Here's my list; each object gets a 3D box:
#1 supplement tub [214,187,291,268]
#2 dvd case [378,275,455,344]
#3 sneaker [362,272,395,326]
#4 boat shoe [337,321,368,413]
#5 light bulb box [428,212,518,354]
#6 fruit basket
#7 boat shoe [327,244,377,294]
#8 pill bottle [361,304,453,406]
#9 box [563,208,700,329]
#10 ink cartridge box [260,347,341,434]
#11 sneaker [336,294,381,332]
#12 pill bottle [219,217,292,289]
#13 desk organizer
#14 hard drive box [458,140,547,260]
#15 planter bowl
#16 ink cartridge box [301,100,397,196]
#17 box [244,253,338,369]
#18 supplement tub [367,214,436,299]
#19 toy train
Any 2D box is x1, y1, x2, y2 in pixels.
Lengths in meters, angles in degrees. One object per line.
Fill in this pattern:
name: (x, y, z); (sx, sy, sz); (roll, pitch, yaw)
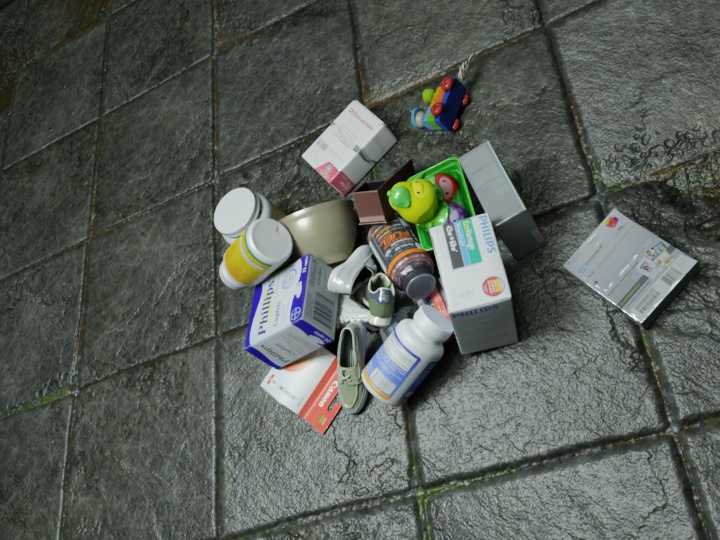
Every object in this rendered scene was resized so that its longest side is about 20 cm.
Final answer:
supplement tub: (-0.253, -0.103, 1.900); (0.145, 0.200, 0.146); (-14, 60, 25)
dvd case: (0.134, 0.110, 1.664); (0.199, 0.022, 0.147); (-32, 53, 14)
sneaker: (0.044, 0.045, 1.658); (0.200, 0.067, 0.090); (-99, 15, -71)
boat shoe: (-0.025, 0.210, 1.643); (0.072, 0.062, 0.201); (2, 94, 29)
light bulb box: (0.227, 0.030, 1.519); (0.124, 0.200, 0.199); (-14, 58, 8)
fruit basket: (0.160, -0.149, 1.666); (0.155, 0.215, 0.217); (-24, 56, 20)
boat shoe: (0.000, 0.000, 1.720); (0.068, 0.200, 0.072); (19, 114, 20)
pill bottle: (0.099, 0.171, 1.566); (0.200, 0.112, 0.112); (-54, 49, 19)
box: (0.516, -0.006, 1.472); (0.156, 0.041, 0.200); (-48, 52, 1)
ink cartridge box: (-0.116, 0.248, 1.733); (0.200, 0.050, 0.163); (31, 85, 42)
sneaker: (-0.025, 0.092, 1.728); (0.199, 0.075, 0.082); (2, 68, 39)
pill bottle: (-0.248, -0.030, 1.765); (0.200, 0.112, 0.113); (-37, 46, 49)
desk organizer: (0.061, -0.183, 1.755); (0.071, 0.077, 0.200); (-2, 27, 31)
hard drive box: (0.298, -0.145, 1.607); (0.077, 0.156, 0.201); (-30, 55, 14)
planter bowl: (-0.092, -0.069, 1.807); (0.199, 0.200, 0.136); (-21, 85, 22)
ink cartridge box: (-0.028, -0.311, 1.940); (0.200, 0.085, 0.146); (-47, 51, 5)
box: (-0.152, 0.093, 1.728); (0.200, 0.105, 0.185); (-30, 40, 36)
supplement tub: (0.096, -0.027, 1.690); (0.107, 0.107, 0.200); (-39, 45, 9)
toy train: (0.202, -0.434, 1.869); (0.115, 0.085, 0.201); (6, 70, 48)
